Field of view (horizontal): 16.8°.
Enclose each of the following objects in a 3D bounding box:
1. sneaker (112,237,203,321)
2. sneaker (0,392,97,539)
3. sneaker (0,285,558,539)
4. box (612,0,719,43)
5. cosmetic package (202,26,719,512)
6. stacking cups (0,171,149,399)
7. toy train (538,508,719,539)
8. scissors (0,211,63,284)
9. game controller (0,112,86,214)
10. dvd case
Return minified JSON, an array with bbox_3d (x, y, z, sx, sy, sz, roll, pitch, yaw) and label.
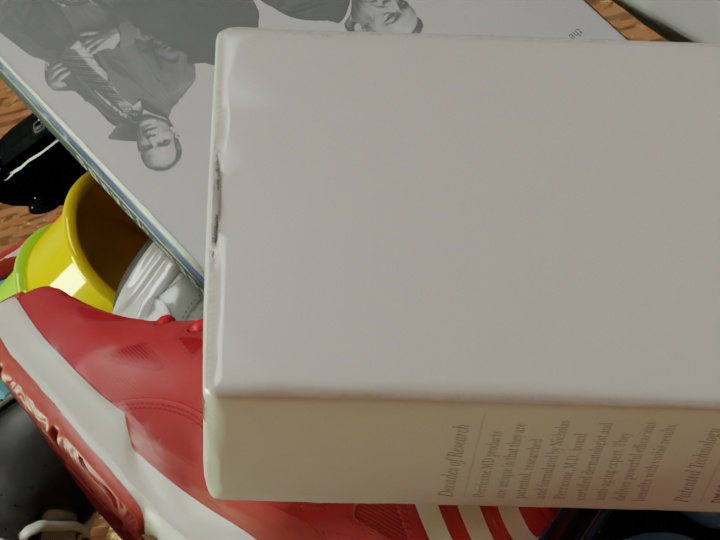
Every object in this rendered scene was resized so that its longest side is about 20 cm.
[{"bbox_3d":[0.000,0.000,0.777,0.092,0.076,0.200,25,67,40],"label":"sneaker"},{"bbox_3d":[-0.121,0.124,0.813,0.088,0.074,0.200,42,103,33],"label":"sneaker"},{"bbox_3d":[-0.018,0.040,0.684,0.115,0.078,0.200,-40,49,-11],"label":"sneaker"},{"bbox_3d":[0.178,-0.081,0.769,0.098,0.124,0.200,-58,40,7],"label":"box"},{"bbox_3d":[0.062,0.002,0.598,0.199,0.074,0.102,2,63,-1],"label":"cosmetic package"},{"bbox_3d":[-0.127,0.035,0.868,0.200,0.060,0.061,-38,28,43],"label":"stacking cups"},{"bbox_3d":[0.091,0.064,0.678,0.114,0.087,0.200,8,53,47],"label":"toy train"},{"bbox_3d":[-0.082,-0.030,0.874,0.200,0.073,0.014,-37,76,23],"label":"scissors"},{"bbox_3d":[-0.055,-0.071,0.929,0.200,0.104,0.042,-29,65,40],"label":"game controller"},{"bbox_3d":[-0.011,-0.060,0.763,0.150,0.025,0.200,-40,67,-11],"label":"dvd case"}]
